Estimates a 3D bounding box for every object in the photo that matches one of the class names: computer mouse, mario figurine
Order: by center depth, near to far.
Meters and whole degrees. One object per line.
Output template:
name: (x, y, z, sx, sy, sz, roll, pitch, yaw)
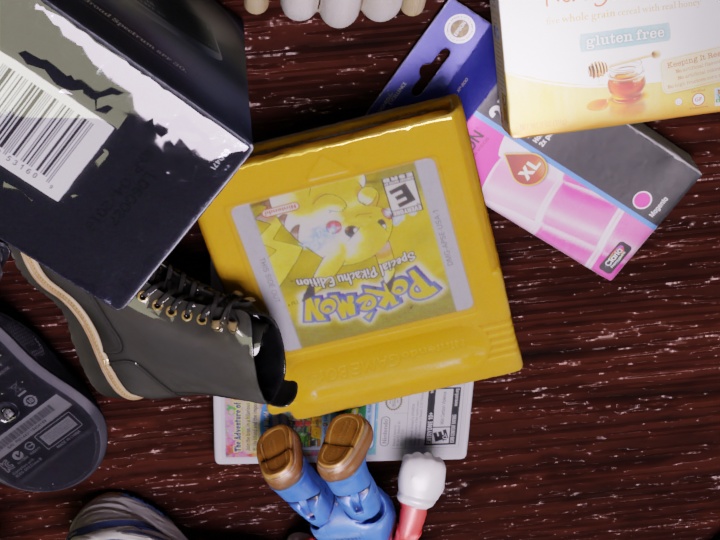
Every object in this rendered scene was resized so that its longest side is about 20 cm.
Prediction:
computer mouse: (-0.242, 0.065, 0.895, 0.138, 0.053, 0.200, -33, 121, 3)
mario figurine: (-0.001, 0.174, 0.972, 0.106, 0.123, 0.200, -45, 132, -25)

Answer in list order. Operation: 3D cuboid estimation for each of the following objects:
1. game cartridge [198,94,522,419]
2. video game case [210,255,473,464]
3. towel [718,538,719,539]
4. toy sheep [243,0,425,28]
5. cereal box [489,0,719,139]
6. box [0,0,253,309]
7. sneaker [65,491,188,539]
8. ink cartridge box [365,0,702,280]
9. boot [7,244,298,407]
game cartridge: (0.000, 0.000, 0.865, 0.176, 0.032, 0.200, -14, 120, 6)
video game case: (-0.010, 0.047, 0.928, 0.182, 0.024, 0.200, 0, 120, -5)
towel: (0.354, 0.272, 1.055, 0.200, 0.086, 0.166, 37, 111, -23)
toy sheep: (-0.018, -0.192, 0.726, 0.200, 0.138, 0.138, -5, 120, -6)
cereal box: (0.144, -0.184, 0.780, 0.144, 0.040, 0.200, -8, 108, -1)
box: (-0.170, -0.117, 0.717, 0.200, 0.198, 0.123, 35, 109, -22)
sneaker: (-0.119, 0.232, 0.957, 0.200, 0.088, 0.075, 23, 104, -1)
ink cartridge box: (0.111, -0.080, 0.862, 0.200, 0.037, 0.095, 30, 112, -18)
boot: (-0.123, 0.003, 0.832, 0.138, 0.078, 0.200, 4, 138, 28)
